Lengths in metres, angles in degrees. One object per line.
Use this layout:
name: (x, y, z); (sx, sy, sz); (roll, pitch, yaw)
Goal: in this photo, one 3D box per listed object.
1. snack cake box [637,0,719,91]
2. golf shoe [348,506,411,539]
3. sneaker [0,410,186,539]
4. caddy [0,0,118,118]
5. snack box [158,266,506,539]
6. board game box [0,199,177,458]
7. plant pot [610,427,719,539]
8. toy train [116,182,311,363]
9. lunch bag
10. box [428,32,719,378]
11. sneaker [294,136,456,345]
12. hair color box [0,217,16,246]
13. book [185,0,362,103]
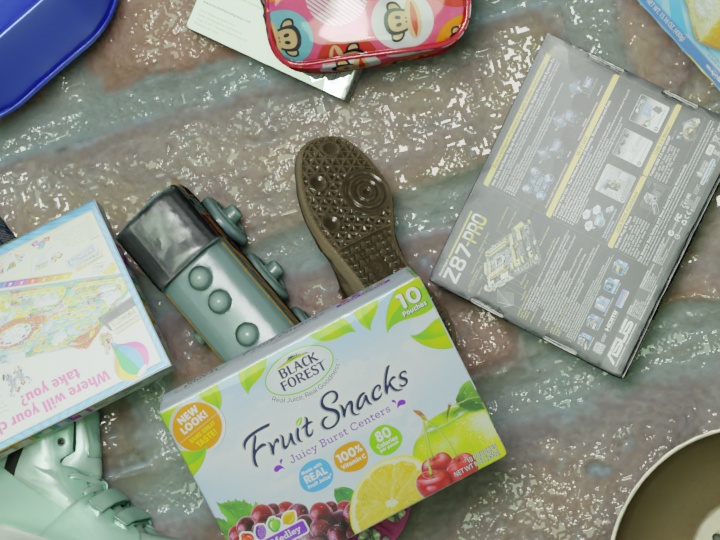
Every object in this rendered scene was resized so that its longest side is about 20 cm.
snack cake box: (0.246, -0.230, 1.588); (0.200, 0.067, 0.115); (49, 122, 9)
golf shoe: (-0.035, 0.206, 1.634); (0.075, 0.091, 0.200); (41, 70, -7)
sneaker: (-0.188, 0.160, 1.661); (0.199, 0.074, 0.119); (14, 87, 9)
caddy: (-0.272, -0.199, 1.675); (0.200, 0.105, 0.141); (-41, 66, -6)
snack box: (-0.020, 0.106, 1.548); (0.199, 0.053, 0.143); (-28, 100, -1)
board game box: (-0.250, 0.054, 1.631); (0.199, 0.034, 0.135); (-26, 81, 0)
plant pot: (0.272, 0.204, 1.550); (0.198, 0.134, 0.202); (0, 88, 10)
toy train: (-0.095, 0.021, 1.630); (0.085, 0.114, 0.200); (-40, 82, 6)
lunch bag: (0.008, -0.247, 1.606); (0.174, 0.082, 0.202); (-8, 92, 1)
box: (0.162, -0.046, 1.624); (0.160, 0.049, 0.201); (26, 92, 8)
sneaker: (0.000, 0.000, 1.637); (0.070, 0.076, 0.201); (-16, 66, -24)
hair color box: (-0.332, -0.033, 1.700); (0.100, 0.061, 0.200); (-39, 81, 5)
book: (-0.029, -0.243, 1.667); (0.133, 0.048, 0.201); (25, 92, 6)
